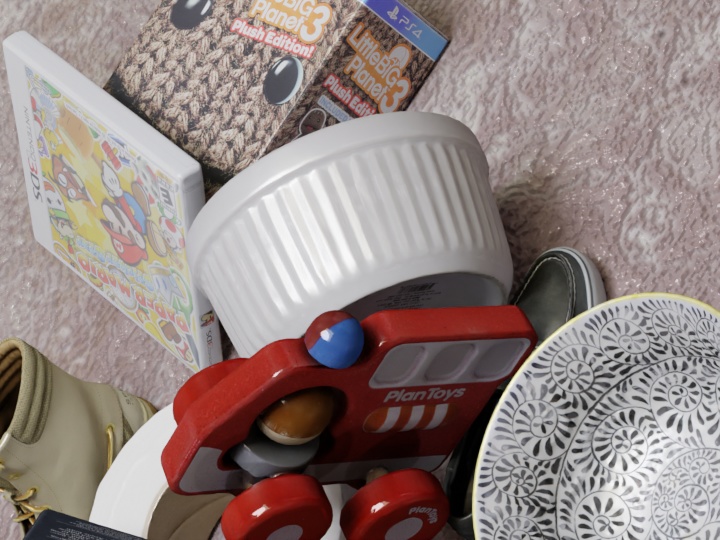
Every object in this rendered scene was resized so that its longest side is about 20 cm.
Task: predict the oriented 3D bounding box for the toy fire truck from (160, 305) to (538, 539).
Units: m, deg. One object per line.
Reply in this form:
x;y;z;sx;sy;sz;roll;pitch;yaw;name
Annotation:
-0.011;0.079;1.604;0.168;0.199;0.112;-59;44;38;toy fire truck

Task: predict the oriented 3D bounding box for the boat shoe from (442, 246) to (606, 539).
0.100;0.076;1.690;0.068;0.057;0.201;7;74;35;boat shoe

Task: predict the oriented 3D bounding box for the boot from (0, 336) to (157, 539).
-0.220;0.156;1.800;0.073;0.155;0.201;15;79;36;boot

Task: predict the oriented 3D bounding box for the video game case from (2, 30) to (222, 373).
-0.167;-0.044;1.847;0.023;0.182;0.200;-32;49;-27;video game case

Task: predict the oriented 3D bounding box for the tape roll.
-0.078;0.177;1.754;0.202;0.071;0.203;-13;63;27;tape roll

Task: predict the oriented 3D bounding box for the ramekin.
0.000;0.000;1.705;0.200;0.200;0.105;-31;64;18;ramekin

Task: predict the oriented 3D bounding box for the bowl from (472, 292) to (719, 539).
0.168;0.122;1.508;0.200;0.094;0.201;-20;57;35;bowl

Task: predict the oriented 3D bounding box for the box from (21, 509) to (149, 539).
-0.168;0.239;1.604;0.107;0.200;0.149;17;95;-1;box

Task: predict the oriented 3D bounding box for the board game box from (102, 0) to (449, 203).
-0.069;-0.125;1.861;0.159;0.097;0.200;33;90;38;board game box
